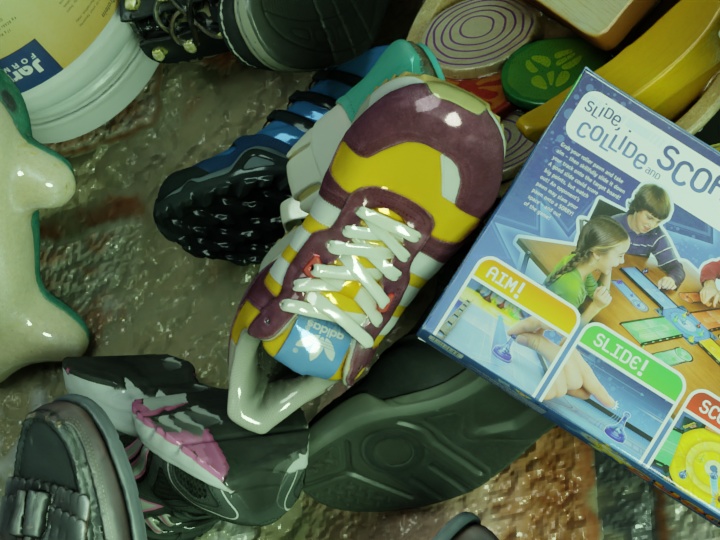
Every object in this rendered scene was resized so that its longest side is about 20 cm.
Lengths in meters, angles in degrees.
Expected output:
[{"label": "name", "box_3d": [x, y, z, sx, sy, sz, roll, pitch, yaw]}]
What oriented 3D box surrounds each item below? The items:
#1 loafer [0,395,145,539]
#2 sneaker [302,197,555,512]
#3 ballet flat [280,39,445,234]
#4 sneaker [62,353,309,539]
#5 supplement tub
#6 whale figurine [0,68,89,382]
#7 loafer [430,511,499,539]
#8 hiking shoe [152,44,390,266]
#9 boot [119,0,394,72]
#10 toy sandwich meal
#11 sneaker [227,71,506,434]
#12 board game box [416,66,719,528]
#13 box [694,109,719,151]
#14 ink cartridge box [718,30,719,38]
[{"label": "loafer", "box_3d": [-0.139, 0.160, 1.020, 0.072, 0.063, 0.200, 8, 105, 45]}, {"label": "sneaker", "box_3d": [0.050, 0.034, 1.047, 0.199, 0.076, 0.114, -37, 33, 23]}, {"label": "ballet flat", "box_3d": [-0.001, -0.036, 1.036, 0.070, 0.200, 0.067, -16, 67, -11]}, {"label": "sneaker", "box_3d": [-0.083, 0.099, 1.070, 0.200, 0.080, 0.086, -158, 66, -64]}, {"label": "supplement tub", "box_3d": [-0.209, -0.176, 1.234, 0.144, 0.200, 0.144, -17, 51, 22]}, {"label": "whale figurine", "box_3d": [-0.216, -0.036, 1.191, 0.159, 0.200, 0.104, -19, 26, 23]}, {"label": "loafer", "box_3d": [0.016, 0.205, 0.980, 0.063, 0.072, 0.200, 32, 89, 20]}, {"label": "hiking shoe", "box_3d": [-0.014, -0.066, 1.150, 0.200, 0.074, 0.087, -18, 46, 11]}, {"label": "boot", "box_3d": [-0.064, -0.138, 1.169, 0.154, 0.074, 0.204, -15, 18, 28]}, {"label": "toy sandwich meal", "box_3d": [0.100, -0.125, 1.034, 0.205, 0.070, 0.205, -15, 52, 20]}, {"label": "sneaker", "box_3d": [0.000, 0.000, 0.954, 0.200, 0.075, 0.090, -56, 10, 50]}, {"label": "board game box", "box_3d": [0.143, 0.023, 0.942, 0.200, 0.034, 0.135, 33, 82, 1]}, {"label": "box", "box_3d": [0.204, -0.122, 1.054, 0.200, 0.049, 0.160, -13, 56, 26]}, {"label": "ink cartridge box", "box_3d": [0.235, -0.050, 0.893, 0.117, 0.200, 0.067, 34, 84, 39]}]
